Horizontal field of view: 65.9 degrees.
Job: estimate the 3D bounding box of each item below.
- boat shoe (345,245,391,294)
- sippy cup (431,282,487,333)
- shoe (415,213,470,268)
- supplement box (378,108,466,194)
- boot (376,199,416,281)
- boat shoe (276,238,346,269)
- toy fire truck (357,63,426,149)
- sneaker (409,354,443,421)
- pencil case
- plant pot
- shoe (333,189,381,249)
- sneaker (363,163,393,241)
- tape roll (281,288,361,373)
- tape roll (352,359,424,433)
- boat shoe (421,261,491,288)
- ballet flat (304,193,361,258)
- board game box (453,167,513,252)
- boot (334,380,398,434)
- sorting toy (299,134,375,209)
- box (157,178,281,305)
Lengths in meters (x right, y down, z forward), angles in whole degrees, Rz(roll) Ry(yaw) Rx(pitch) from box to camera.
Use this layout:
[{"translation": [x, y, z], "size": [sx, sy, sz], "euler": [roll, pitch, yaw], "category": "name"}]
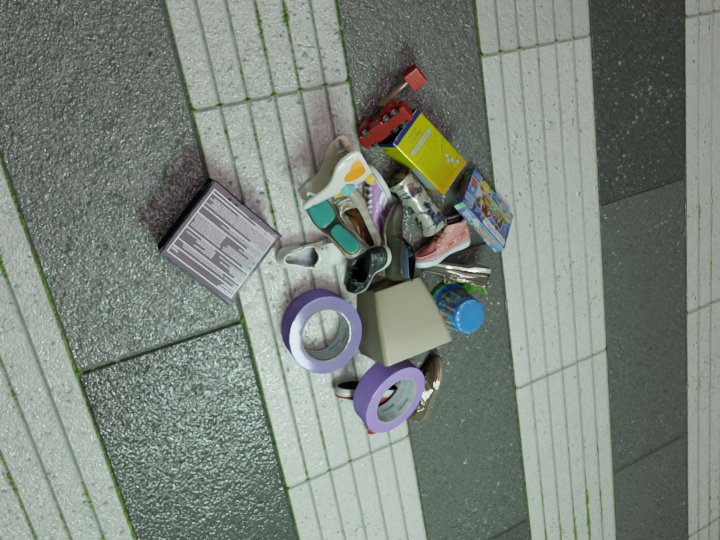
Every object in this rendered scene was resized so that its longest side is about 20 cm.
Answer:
[{"translation": [0.001, 0.002, 1.397], "size": [0.065, 0.199, 0.076], "euler": [-6, 70, -36], "category": "boat shoe"}, {"translation": [0.277, 0.113, 1.565], "size": [0.137, 0.130, 0.182], "euler": [16, 95, -26], "category": "sippy cup"}, {"translation": [0.218, -0.085, 1.522], "size": [0.197, 0.071, 0.093], "euler": [-25, 123, -22], "category": "shoe"}, {"translation": [0.157, -0.305, 1.433], "size": [0.199, 0.109, 0.110], "euler": [39, 86, -26], "category": "supplement box"}, {"translation": [0.106, -0.070, 1.398], "size": [0.074, 0.095, 0.205], "euler": [-4, 106, -56], "category": "boot"}, {"translation": [-0.110, -0.035, 1.398], "size": [0.196, 0.069, 0.073], "euler": [-11, 104, -22], "category": "boat shoe"}, {"translation": [0.076, -0.405, 1.379], "size": [0.198, 0.143, 0.049], "euler": [-29, 133, 28], "category": "toy fire truck"}, {"translation": [0.180, 0.339, 1.606], "size": [0.074, 0.070, 0.205], "euler": [13, 95, -24], "category": "sneaker"}, {"translation": [0.148, -0.176, 1.466], "size": [0.078, 0.089, 0.200], "euler": [-52, 120, -16], "category": "pencil case"}, {"translation": [0.095, 0.117, 1.461], "size": [0.196, 0.199, 0.181], "euler": [-18, 99, -19], "category": "plant pot"}, {"translation": [-0.011, -0.141, 1.390], "size": [0.069, 0.053, 0.202], "euler": [-32, 91, 21], "category": "shoe"}, {"translation": [0.025, -0.163, 1.430], "size": [0.113, 0.073, 0.204], "euler": [-28, 111, -12], "category": "sneaker"}, {"translation": [-0.101, 0.156, 1.436], "size": [0.195, 0.085, 0.205], "euler": [-5, 103, -22], "category": "tape roll"}, {"translation": [0.076, 0.326, 1.467], "size": [0.197, 0.065, 0.204], "euler": [-21, 128, -29], "category": "tape roll"}, {"translation": [0.262, 0.010, 1.543], "size": [0.195, 0.072, 0.061], "euler": [6, 102, 0], "category": "boat shoe"}, {"translation": [-0.073, -0.107, 1.391], "size": [0.067, 0.067, 0.201], "euler": [-34, 79, -9], "category": "ballet flat"}, {"translation": [0.347, -0.167, 1.552], "size": [0.200, 0.034, 0.137], "euler": [43, 53, -24], "category": "board game box"}, {"translation": [0.007, 0.387, 1.544], "size": [0.196, 0.072, 0.148], "euler": [11, 99, -29], "category": "boot"}, {"translation": [-0.070, -0.215, 1.321], "size": [0.178, 0.201, 0.108], "euler": [-34, 115, 4], "category": "sorting toy"}, {"translation": [-0.324, -0.068, 1.268], "size": [0.199, 0.123, 0.200], "euler": [40, 83, -23], "category": "box"}]
